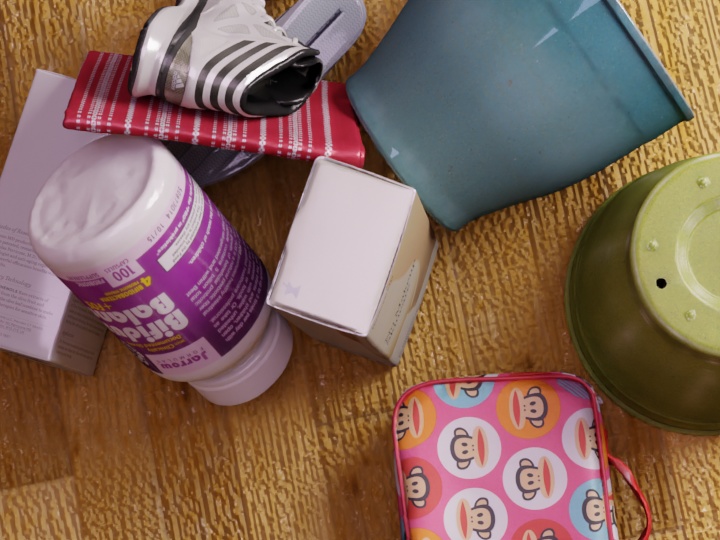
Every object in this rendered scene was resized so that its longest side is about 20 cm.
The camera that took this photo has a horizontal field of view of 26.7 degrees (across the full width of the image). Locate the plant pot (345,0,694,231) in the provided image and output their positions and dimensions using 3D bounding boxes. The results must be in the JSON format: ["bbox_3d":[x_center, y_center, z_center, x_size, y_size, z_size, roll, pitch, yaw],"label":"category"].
[{"bbox_3d":[0.098,-0.134,1.060,0.188,0.200,0.201,-35,79,12],"label":"plant pot"}]

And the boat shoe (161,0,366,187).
[{"bbox_3d":[-0.073,-0.135,1.137,0.200,0.067,0.074,-39,100,0],"label":"boat shoe"}]

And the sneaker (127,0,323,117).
[{"bbox_3d":[-0.078,-0.154,1.049,0.115,0.201,0.076,20,123,1],"label":"sneaker"}]

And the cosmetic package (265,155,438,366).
[{"bbox_3d":[0.000,0.000,1.037,0.071,0.200,0.106,18,85,9],"label":"cosmetic package"}]

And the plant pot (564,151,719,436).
[{"bbox_3d":[0.238,0.005,1.013,0.199,0.193,0.202,-1,81,6],"label":"plant pot"}]

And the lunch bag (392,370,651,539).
[{"bbox_3d":[0.114,0.170,1.057,0.175,0.082,0.201,-4,80,5],"label":"lunch bag"}]

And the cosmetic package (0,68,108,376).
[{"bbox_3d":[-0.216,-0.032,1.114,0.084,0.108,0.201,14,81,10],"label":"cosmetic package"}]

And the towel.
[{"bbox_3d":[-0.096,-0.109,1.035,0.199,0.145,0.023,7,113,-7],"label":"towel"}]

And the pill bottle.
[{"bbox_3d":[-0.129,0.007,1.047,0.112,0.200,0.113,-19,45,20],"label":"pill bottle"}]
